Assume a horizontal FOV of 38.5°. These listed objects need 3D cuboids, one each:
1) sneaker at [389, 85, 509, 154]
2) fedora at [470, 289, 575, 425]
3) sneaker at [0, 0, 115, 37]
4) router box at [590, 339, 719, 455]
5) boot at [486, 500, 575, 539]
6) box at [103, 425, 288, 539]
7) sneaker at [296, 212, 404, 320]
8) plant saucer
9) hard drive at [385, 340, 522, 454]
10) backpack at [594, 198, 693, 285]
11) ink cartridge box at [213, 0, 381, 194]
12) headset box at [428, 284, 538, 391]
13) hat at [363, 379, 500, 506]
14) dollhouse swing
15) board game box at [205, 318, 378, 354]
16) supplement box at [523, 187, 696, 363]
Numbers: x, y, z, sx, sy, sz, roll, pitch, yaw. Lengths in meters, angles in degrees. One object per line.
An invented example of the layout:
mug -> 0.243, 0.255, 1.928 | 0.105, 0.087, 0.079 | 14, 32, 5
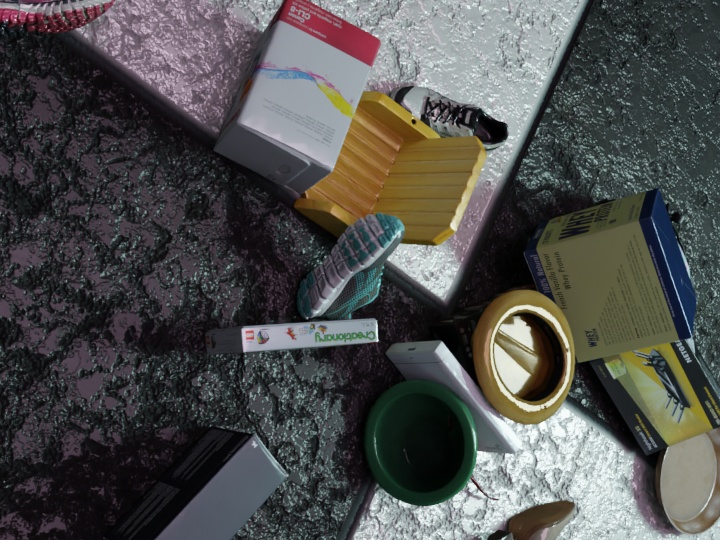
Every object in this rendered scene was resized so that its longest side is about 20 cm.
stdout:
sneaker -> 0.139, -0.236, 1.564 | 0.198, 0.087, 0.077 | 16, 79, -26
fedora -> 0.222, 0.125, 1.495 | 0.199, 0.081, 0.203 | 2, 86, -34
sneaker -> -0.397, -0.336, 1.264 | 0.198, 0.080, 0.076 | -12, 90, -30
router box -> 0.493, 0.187, 1.692 | 0.201, 0.156, 0.052 | 56, 26, -13
boot -> 0.264, 0.457, 1.591 | 0.198, 0.070, 0.148 | -16, 99, -29
box -> -0.206, 0.294, 1.282 | 0.200, 0.141, 0.079 | -45, 107, -25
sneaker -> 0.000, 0.000, 1.427 | 0.091, 0.200, 0.078 | 21, 37, -39
plant saucer -> 0.573, 0.353, 1.784 | 0.198, 0.034, 0.203 | -1, 92, -35
hard drive -> 0.134, 0.185, 1.495 | 0.027, 0.131, 0.200 | -47, 108, -26
backpack -> 0.462, -0.012, 1.705 | 0.126, 0.166, 0.201 | -40, 117, -20
ink cartridge box -> -0.087, -0.231, 1.388 | 0.143, 0.145, 0.202 | 24, 73, -16
headset box -> 0.221, 0.118, 1.585 | 0.198, 0.077, 0.150 | -21, 96, -29
hat -> 0.106, 0.260, 1.530 | 0.164, 0.176, 0.203 | -8, 85, 14
dollhouse swing -> 0.043, -0.144, 1.449 | 0.181, 0.175, 0.202 | 33, 71, -24
board game box -> -0.092, 0.088, 1.376 | 0.198, 0.126, 0.035 | -2, 86, -30
supplement box -> 0.385, 0.010, 1.578 | 0.202, 0.198, 0.134 | 67, 28, -14
